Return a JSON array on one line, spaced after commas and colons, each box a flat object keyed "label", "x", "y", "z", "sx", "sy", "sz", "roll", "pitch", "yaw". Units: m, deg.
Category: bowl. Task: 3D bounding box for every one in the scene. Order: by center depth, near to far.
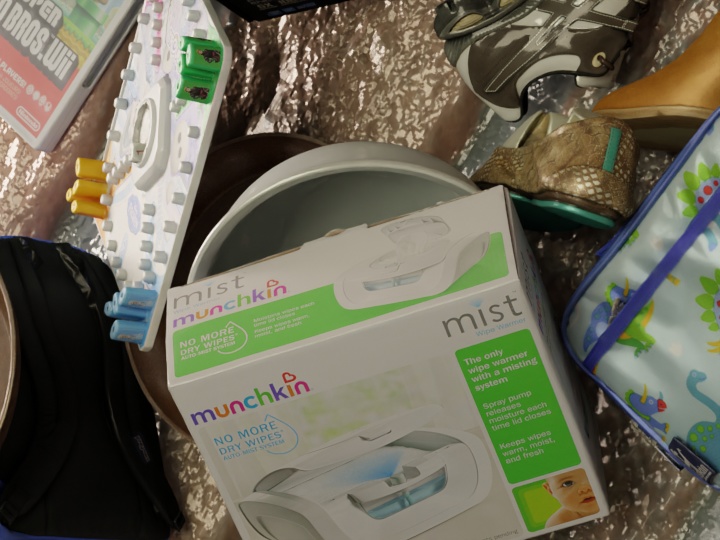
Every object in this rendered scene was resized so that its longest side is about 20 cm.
[{"label": "bowl", "x": 0.000, "y": 0.000, "z": 1.698, "sx": 0.201, "sy": 0.201, "sz": 0.090, "roll": -41, "pitch": 26, "yaw": 21}]

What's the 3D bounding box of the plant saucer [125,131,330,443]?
[{"label": "plant saucer", "x": -0.053, "y": 0.017, "z": 1.816, "sx": 0.200, "sy": 0.034, "sz": 0.200, "roll": -4, "pitch": 80, "yaw": 26}]

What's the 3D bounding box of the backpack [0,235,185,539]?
[{"label": "backpack", "x": -0.229, "y": 0.085, "z": 1.850, "sx": 0.168, "sy": 0.162, "sz": 0.200, "roll": -18, "pitch": 74, "yaw": 33}]

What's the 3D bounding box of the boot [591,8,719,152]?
[{"label": "boot", "x": 0.223, "y": -0.147, "z": 1.659, "sx": 0.201, "sy": 0.071, "sz": 0.144, "roll": -6, "pitch": 72, "yaw": 29}]

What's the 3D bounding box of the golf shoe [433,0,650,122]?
[{"label": "golf shoe", "x": 0.143, "y": -0.158, "z": 1.712, "sx": 0.200, "sy": 0.078, "sz": 0.095, "roll": -28, "pitch": 94, "yaw": 20}]

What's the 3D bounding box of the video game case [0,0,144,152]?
[{"label": "video game case", "x": -0.198, "y": -0.198, "z": 1.963, "sx": 0.143, "sy": 0.017, "sz": 0.200, "roll": 42, "pitch": 105, "yaw": 31}]

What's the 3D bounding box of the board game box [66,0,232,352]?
[{"label": "board game box", "x": -0.132, "y": -0.084, "z": 1.803, "sx": 0.200, "sy": 0.026, "sz": 0.200, "roll": -116, "pitch": 39, "yaw": -59}]

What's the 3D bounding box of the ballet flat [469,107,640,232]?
[{"label": "ballet flat", "x": 0.113, "y": -0.057, "z": 1.663, "sx": 0.200, "sy": 0.070, "sz": 0.065, "roll": -175, "pitch": 104, "yaw": -73}]

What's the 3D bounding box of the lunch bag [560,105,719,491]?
[{"label": "lunch bag", "x": 0.212, "y": 0.009, "z": 1.596, "sx": 0.161, "sy": 0.082, "sz": 0.200, "roll": 45, "pitch": 117, "yaw": 15}]

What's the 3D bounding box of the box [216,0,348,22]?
[{"label": "box", "x": -0.004, "y": -0.222, "z": 1.724, "sx": 0.200, "sy": 0.164, "sz": 0.086, "roll": -12, "pitch": 78, "yaw": 14}]

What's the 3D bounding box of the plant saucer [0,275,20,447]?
[{"label": "plant saucer", "x": -0.269, "y": 0.072, "z": 1.762, "sx": 0.200, "sy": 0.037, "sz": 0.201, "roll": -13, "pitch": 67, "yaw": 32}]

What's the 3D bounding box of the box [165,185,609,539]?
[{"label": "box", "x": 0.016, "y": 0.070, "z": 1.636, "sx": 0.200, "sy": 0.177, "sz": 0.097, "roll": -16, "pitch": 36, "yaw": 8}]
